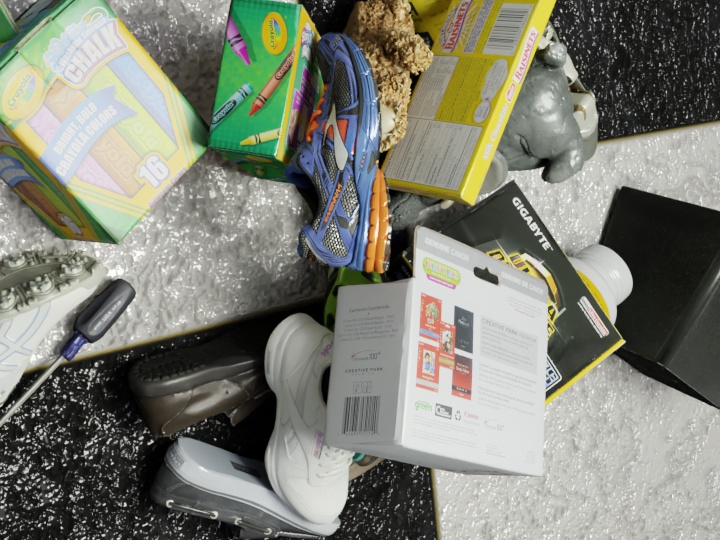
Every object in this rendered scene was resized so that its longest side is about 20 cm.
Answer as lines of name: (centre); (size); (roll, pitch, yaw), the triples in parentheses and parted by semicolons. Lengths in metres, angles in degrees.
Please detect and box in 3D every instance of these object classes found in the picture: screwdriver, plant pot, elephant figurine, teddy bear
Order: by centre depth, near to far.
screwdriver: (-0.256, 0.085, 0.890); (0.200, 0.028, 0.029); (-53, 149, -18)
teddy bear: (0.017, -0.162, 0.970); (0.066, 0.200, 0.145); (17, 120, -16)
elephant figurine: (0.099, -0.118, 1.006); (0.199, 0.142, 0.156); (-18, 109, 3)
plant pot: (0.380, 0.041, 1.248); (0.200, 0.199, 0.178); (34, 86, -33)

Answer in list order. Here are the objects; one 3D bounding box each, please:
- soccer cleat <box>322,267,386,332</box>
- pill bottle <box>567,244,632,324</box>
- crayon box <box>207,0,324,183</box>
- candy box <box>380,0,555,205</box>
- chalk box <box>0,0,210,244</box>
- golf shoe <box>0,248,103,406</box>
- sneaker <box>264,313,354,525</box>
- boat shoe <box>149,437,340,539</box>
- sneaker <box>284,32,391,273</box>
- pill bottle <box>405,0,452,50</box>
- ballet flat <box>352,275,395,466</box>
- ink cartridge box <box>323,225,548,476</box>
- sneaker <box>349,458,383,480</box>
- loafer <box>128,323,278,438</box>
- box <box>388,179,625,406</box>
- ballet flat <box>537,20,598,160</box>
soccer cleat: (0.000, 0.000, 1.014); (0.081, 0.067, 0.201); (19, 64, -68)
pill bottle: (0.207, 0.054, 1.168); (0.200, 0.104, 0.105); (-36, 114, -27)
crayon box: (-0.069, -0.143, 0.905); (0.058, 0.200, 0.119); (9, 89, 6)
candy box: (0.092, -0.158, 0.933); (0.026, 0.102, 0.201); (29, 81, -42)
chalk box: (-0.235, -0.133, 0.825); (0.124, 0.124, 0.200); (-51, 119, -21)
golf shoe: (-0.288, 0.056, 0.849); (0.199, 0.078, 0.098); (-30, 128, -24)
sneaker: (-0.033, 0.141, 0.932); (0.075, 0.099, 0.201); (-24, 119, -37)
boat shoe: (-0.107, 0.217, 0.988); (0.200, 0.070, 0.066); (30, 100, -40)
sneaker: (-0.021, -0.095, 0.836); (0.078, 0.075, 0.201); (-4, 71, -3)
pill bottle: (0.086, -0.271, 1.045); (0.111, 0.111, 0.200); (-49, 122, -22)
ballet flat: (0.029, 0.093, 1.026); (0.068, 0.068, 0.201); (19, 57, -28)
ink cartridge box: (0.072, 0.074, 0.908); (0.200, 0.084, 0.177); (22, 68, -45)
sneaker: (0.025, 0.133, 1.068); (0.200, 0.070, 0.076); (-33, 107, -30)
loafer: (-0.116, 0.100, 0.971); (0.199, 0.073, 0.072); (-10, 113, -33)
box: (0.145, 0.033, 1.066); (0.159, 0.049, 0.200); (-32, 86, -25)
ballet flat: (0.220, -0.194, 1.180); (0.067, 0.064, 0.200); (-52, 120, -20)
